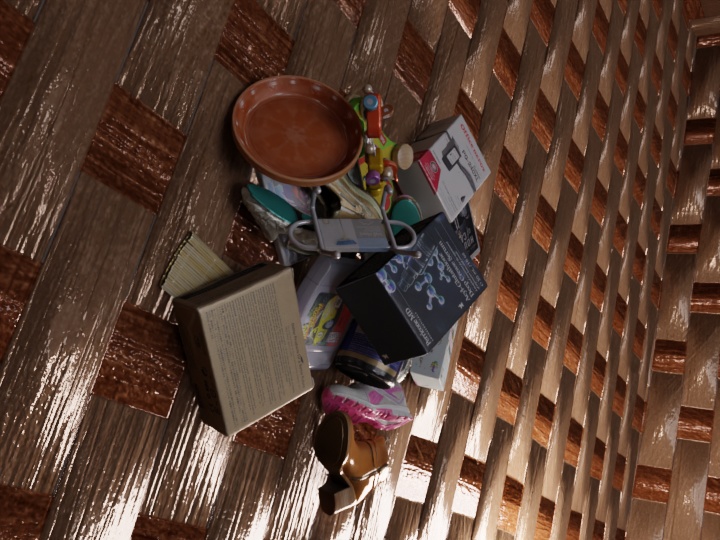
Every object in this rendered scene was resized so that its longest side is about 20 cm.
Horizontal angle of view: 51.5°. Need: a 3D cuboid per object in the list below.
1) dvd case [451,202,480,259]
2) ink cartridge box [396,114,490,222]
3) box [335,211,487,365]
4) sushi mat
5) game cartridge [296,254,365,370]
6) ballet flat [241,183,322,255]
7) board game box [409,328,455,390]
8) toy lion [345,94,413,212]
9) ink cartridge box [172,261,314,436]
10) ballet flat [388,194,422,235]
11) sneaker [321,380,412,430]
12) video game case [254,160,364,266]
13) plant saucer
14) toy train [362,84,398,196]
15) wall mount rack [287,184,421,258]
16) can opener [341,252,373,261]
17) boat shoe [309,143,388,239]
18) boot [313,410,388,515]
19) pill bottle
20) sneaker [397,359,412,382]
[{"bbox_3d":[0.202,-0.096,1.630,0.150,0.025,0.201,-42,123,-44],"label":"dvd case"},{"bbox_3d":[0.165,-0.202,1.506,0.200,0.083,0.146,-49,116,-39],"label":"ink cartridge box"},{"bbox_3d":[0.085,0.027,1.186,0.200,0.107,0.149,-42,103,-39],"label":"box"},{"bbox_3d":[-0.208,0.038,1.092,0.200,0.012,0.096,50,54,-42],"label":"sushi mat"},{"bbox_3d":[-0.064,0.072,1.204,0.133,0.041,0.201,9,109,-49],"label":"game cartridge"},{"bbox_3d":[-0.107,-0.063,1.149,0.199,0.072,0.072,24,71,-33],"label":"ballet flat"},{"bbox_3d":[0.156,0.128,1.501,0.148,0.064,0.201,67,37,-70],"label":"board game box"},{"bbox_3d":[0.005,-0.185,1.338,0.192,0.068,0.200,-59,135,-23],"label":"toy lion"},{"bbox_3d":[-0.164,0.108,1.073,0.164,0.075,0.201,-25,115,-39],"label":"ink cartridge box"},{"bbox_3d":[0.097,-0.074,1.464,0.071,0.069,0.201,-81,158,-52],"label":"ballet flat"},{"bbox_3d":[0.006,0.227,1.343,0.199,0.081,0.089,22,46,-42],"label":"sneaker"},{"bbox_3d":[-0.074,-0.130,1.208,0.181,0.023,0.201,-24,112,-29],"label":"video game case"},{"bbox_3d":[-0.095,-0.208,1.122,0.201,0.199,0.032,-58,177,-34],"label":"plant saucer"},{"bbox_3d":[0.033,-0.199,1.188,0.200,0.055,0.151,82,6,-81],"label":"toy train"},{"bbox_3d":[0.000,-0.055,1.073,0.198,0.174,0.075,-2,134,-16],"label":"wall mount rack"},{"bbox_3d":[0.000,0.000,1.348,0.053,0.067,0.201,-39,135,-46],"label":"can opener"},{"bbox_3d":[-0.031,-0.103,1.181,0.200,0.071,0.076,47,52,-21],"label":"boat shoe"},{"bbox_3d":[-0.007,0.319,1.323,0.154,0.073,0.201,-15,118,-47],"label":"boot"},{"bbox_3d":[0.040,0.093,1.283,0.112,0.111,0.201,42,64,-46],"label":"pill bottle"},{"bbox_3d":[0.064,0.111,1.399,0.099,0.069,0.201,20,86,-45],"label":"sneaker"}]
